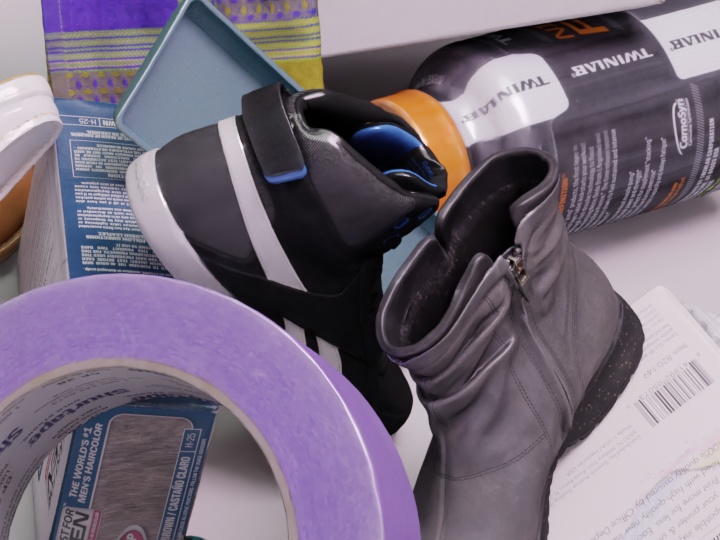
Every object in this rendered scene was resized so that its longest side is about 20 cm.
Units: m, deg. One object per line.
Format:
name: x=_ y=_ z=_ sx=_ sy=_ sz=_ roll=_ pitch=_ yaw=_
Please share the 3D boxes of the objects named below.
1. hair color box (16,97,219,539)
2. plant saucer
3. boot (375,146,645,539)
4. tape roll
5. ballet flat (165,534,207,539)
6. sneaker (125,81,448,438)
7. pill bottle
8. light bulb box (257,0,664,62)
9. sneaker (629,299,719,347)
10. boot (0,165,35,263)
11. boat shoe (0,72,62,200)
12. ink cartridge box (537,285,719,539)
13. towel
hair color box: x=-0.107 y=0.026 z=1.212 sx=0.060 sy=0.100 sz=0.200 roll=5 pitch=39 yaw=-14
plant saucer: x=-0.030 y=-0.038 z=1.250 sx=0.019 sy=0.200 sz=0.070 roll=10 pitch=65 yaw=50
boot: x=0.035 y=0.059 z=1.118 sx=0.070 sy=0.132 sz=0.200 roll=12 pitch=66 yaw=31
tape roll: x=-0.081 y=0.106 z=1.044 sx=0.200 sy=0.200 sz=0.085 roll=23 pitch=-4 yaw=13
ballet flat: x=-0.013 y=0.170 z=1.091 sx=0.200 sy=0.076 sz=0.064 roll=28 pitch=61 yaw=24
sneaker: x=0.000 y=0.000 z=1.184 sx=0.112 sy=0.200 sz=0.073 roll=-27 pitch=47 yaw=16
pill bottle: x=0.094 y=-0.069 z=1.378 sx=0.200 sy=0.106 sz=0.106 roll=-17 pitch=47 yaw=-32
light bulb box: x=0.019 y=-0.178 z=1.390 sx=0.198 sy=0.125 sz=0.200 roll=-10 pitch=10 yaw=-14
sneaker: x=0.192 y=0.079 z=1.266 sx=0.099 sy=0.078 sz=0.200 roll=8 pitch=25 yaw=-47
boot: x=-0.222 y=-0.062 z=1.244 sx=0.200 sy=0.155 sz=0.074 roll=-15 pitch=46 yaw=-30
boat shoe: x=-0.193 y=0.001 z=1.203 sx=0.200 sy=0.071 sz=0.069 roll=-43 pitch=74 yaw=-3
ink cartridge box: x=0.140 y=0.116 z=1.158 sx=0.116 sy=0.068 sz=0.200 roll=-37 pitch=51 yaw=0
towel: x=-0.086 y=-0.121 z=1.285 sx=0.143 sy=0.200 sz=0.023 roll=3 pitch=13 yaw=24
